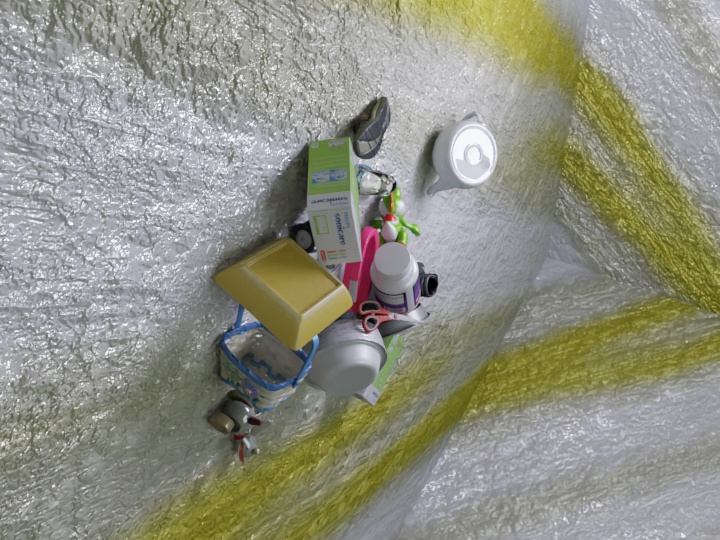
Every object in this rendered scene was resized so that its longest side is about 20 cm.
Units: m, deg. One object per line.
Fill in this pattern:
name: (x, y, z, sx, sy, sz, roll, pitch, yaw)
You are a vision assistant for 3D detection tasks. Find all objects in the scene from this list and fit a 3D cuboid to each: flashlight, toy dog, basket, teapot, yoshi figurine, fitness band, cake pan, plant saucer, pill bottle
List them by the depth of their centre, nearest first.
plant saucer: (-0.126, 0.023, 1.219, 0.200, 0.200, 0.049, -37, 164, -51)
basket: (-0.171, 0.154, 1.263, 0.139, 0.176, 0.201, -21, 139, -55)
toy dog: (-0.226, 0.323, 1.380, 0.132, 0.096, 0.200, -62, 156, -15)
flashlight: (-0.071, -0.084, 1.426, 0.068, 0.068, 0.200, -51, 167, 28)
fitness band: (0.000, 0.000, 1.535, 0.144, 0.037, 0.201, -40, 142, -67)
pill bottle: (0.080, 0.018, 1.561, 0.112, 0.111, 0.200, -60, 161, -20)
yoshi figurine: (0.080, -0.107, 1.662, 0.112, 0.112, 0.201, 18, 59, -27)
cake pan: (0.077, 0.127, 1.709, 0.200, 0.199, 0.037, -28, 100, -57)
teapot: (0.273, -0.323, 1.883, 0.199, 0.146, 0.198, -21, 106, -24)

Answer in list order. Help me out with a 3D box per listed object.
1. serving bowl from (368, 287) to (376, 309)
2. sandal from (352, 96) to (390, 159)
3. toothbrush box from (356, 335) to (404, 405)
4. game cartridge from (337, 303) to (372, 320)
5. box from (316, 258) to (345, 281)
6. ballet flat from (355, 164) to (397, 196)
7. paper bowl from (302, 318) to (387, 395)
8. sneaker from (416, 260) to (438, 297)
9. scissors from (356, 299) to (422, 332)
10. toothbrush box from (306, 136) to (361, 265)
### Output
serving bowl: (0.079, 0.007, 1.761, 0.200, 0.065, 0.201, 4, 90, -68)
sandal: (0.017, -0.304, 1.454, 0.201, 0.057, 0.080, -66, 156, -47)
toothbrush box: (0.034, 0.257, 1.877, 0.201, 0.086, 0.146, -63, 160, -13)
game cartridge: (-0.006, 0.083, 1.741, 0.200, 0.041, 0.134, 0, 113, -65)
box: (-0.087, 0.044, 1.499, 0.200, 0.060, 0.117, -50, 150, -39)
ballet flat: (0.027, -0.200, 1.538, 0.200, 0.074, 0.075, -15, 123, -62)
paper bowl: (-0.036, 0.213, 1.564, 0.199, 0.105, 0.201, -12, 140, -10)
sneaker: (0.161, 0.026, 1.749, 0.200, 0.099, 0.071, -41, 130, -63)
scissors: (0.071, 0.098, 1.569, 0.199, 0.014, 0.074, -4, 80, -41)
toothbrush box: (-0.048, -0.133, 1.292, 0.146, 0.086, 0.201, 80, 5, -49)
